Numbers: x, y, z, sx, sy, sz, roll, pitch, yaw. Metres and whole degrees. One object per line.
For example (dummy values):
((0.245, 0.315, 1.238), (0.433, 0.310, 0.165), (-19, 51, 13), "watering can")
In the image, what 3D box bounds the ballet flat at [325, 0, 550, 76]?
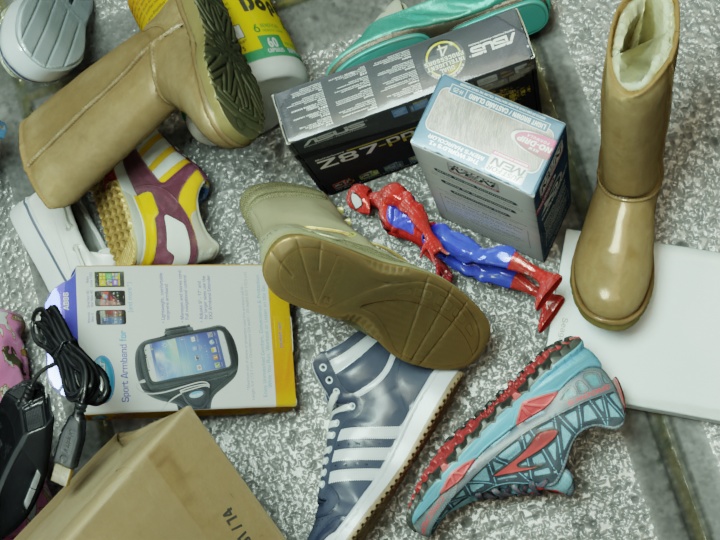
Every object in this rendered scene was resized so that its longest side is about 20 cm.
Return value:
((0.061, -0.205, 1.183), (0.199, 0.068, 0.071), (-20, 51, 5), "ballet flat")

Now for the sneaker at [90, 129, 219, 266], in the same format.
((-0.179, -0.084, 1.195), (0.089, 0.075, 0.201), (1, 56, -28), "sneaker")

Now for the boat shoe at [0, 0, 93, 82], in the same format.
((-0.274, -0.202, 1.191), (0.062, 0.200, 0.072), (-32, 112, 17), "boat shoe")

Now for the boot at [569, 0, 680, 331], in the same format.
((0.194, -0.077, 1.033), (0.066, 0.201, 0.176), (6, 60, 10), "boot")

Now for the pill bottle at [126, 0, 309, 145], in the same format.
((-0.132, -0.218, 1.187), (0.112, 0.113, 0.201), (-28, 74, 3), "pill bottle")

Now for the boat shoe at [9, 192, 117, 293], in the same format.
((-0.222, 0.007, 1.174), (0.065, 0.074, 0.201), (-37, 75, 5), "boat shoe")

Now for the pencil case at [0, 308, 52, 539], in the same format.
((-0.300, 0.130, 1.153), (0.082, 0.087, 0.202), (-11, 74, -19), "pencil case")

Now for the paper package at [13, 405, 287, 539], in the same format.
((-0.144, 0.236, 1.015), (0.103, 0.191, 0.201), (-24, 107, 42), "paper package")

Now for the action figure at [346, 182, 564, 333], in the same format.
((0.069, -0.019, 1.126), (0.199, 0.065, 0.052), (34, 78, 25), "action figure")

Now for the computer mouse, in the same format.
((-0.236, 0.138, 1.034), (0.140, 0.046, 0.201), (34, 102, 53), "computer mouse")

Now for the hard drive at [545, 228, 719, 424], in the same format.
((0.250, 0.047, 1.106), (0.198, 0.027, 0.133), (9, 79, 12), "hard drive")

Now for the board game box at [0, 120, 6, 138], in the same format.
((-0.409, -0.056, 1.212), (0.199, 0.026, 0.202), (14, 80, 34), "board game box")

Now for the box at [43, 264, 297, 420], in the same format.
((-0.154, 0.057, 1.126), (0.198, 0.041, 0.120), (0, 76, -16), "box")

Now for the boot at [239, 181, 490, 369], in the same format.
((0.000, 0.000, 1.117), (0.199, 0.156, 0.073), (21, 104, -22), "boot")

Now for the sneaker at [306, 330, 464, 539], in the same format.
((-0.014, 0.137, 1.109), (0.108, 0.070, 0.201), (32, 78, 10), "sneaker")

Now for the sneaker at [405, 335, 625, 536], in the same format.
((0.121, 0.148, 1.075), (0.096, 0.079, 0.200), (46, 103, 1), "sneaker")

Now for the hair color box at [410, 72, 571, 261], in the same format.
((0.105, -0.074, 1.068), (0.099, 0.200, 0.061), (24, 83, 14), "hair color box")

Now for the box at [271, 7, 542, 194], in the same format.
((0.043, -0.130, 1.112), (0.198, 0.161, 0.049), (-19, 75, 5), "box")

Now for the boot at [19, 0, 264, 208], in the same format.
((-0.173, -0.110, 1.084), (0.199, 0.066, 0.176), (-36, 45, 20), "boot")
